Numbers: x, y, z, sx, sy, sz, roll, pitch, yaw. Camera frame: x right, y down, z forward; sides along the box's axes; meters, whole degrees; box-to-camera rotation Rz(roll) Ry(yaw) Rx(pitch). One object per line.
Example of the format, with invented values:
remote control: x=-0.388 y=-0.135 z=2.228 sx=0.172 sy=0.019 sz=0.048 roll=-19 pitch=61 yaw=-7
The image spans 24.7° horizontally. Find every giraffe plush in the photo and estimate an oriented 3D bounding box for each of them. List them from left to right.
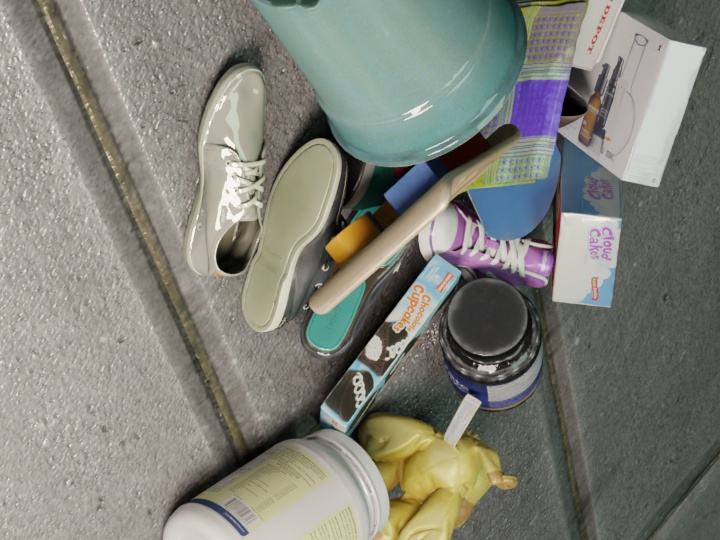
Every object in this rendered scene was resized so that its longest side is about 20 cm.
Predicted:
giraffe plush: x=0.086 y=0.231 z=1.838 sx=0.200 sy=0.173 sz=0.162 roll=-43 pitch=158 yaw=5

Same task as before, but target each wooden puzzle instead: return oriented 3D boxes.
wooden puzzle: x=0.043 y=-0.058 z=1.482 sx=0.185 sy=0.046 sz=0.200 roll=-41 pitch=-179 yaw=32

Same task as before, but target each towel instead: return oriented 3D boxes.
towel: x=0.151 y=-0.171 z=1.585 sx=0.143 sy=0.023 sz=0.201 roll=-8 pitch=120 yaw=-41

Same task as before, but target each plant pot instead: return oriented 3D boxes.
plant pot: x=0.009 y=-0.223 z=1.382 sx=0.201 sy=0.200 sz=0.196 roll=-55 pitch=137 yaw=-8

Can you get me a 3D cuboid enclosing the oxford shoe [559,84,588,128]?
oxford shoe: x=0.154 y=-0.196 z=1.653 sx=0.199 sy=0.073 sz=0.072 roll=19 pitch=74 yaw=-45

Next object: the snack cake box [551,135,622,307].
snack cake box: x=0.249 y=-0.065 z=1.813 sx=0.200 sy=0.067 sz=0.116 roll=-79 pitch=174 yaw=-55

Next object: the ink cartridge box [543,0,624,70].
ink cartridge box: x=0.180 y=-0.291 z=1.634 sx=0.199 sy=0.083 sz=0.148 roll=3 pitch=112 yaw=-53

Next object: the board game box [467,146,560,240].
board game box: x=0.135 y=-0.130 z=1.716 sx=0.158 sy=0.039 sz=0.201 roll=-48 pitch=122 yaw=-37

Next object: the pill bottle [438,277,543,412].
pill bottle: x=0.142 y=0.078 z=1.785 sx=0.112 sy=0.112 sz=0.200 roll=-53 pitch=163 yaw=-11

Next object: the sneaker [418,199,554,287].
sneaker: x=0.143 y=-0.029 z=1.742 sx=0.200 sy=0.114 sz=0.073 roll=23 pitch=76 yaw=-59

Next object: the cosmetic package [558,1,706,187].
cosmetic package: x=0.270 y=-0.195 z=1.722 sx=0.051 sy=0.200 sz=0.152 roll=9 pitch=109 yaw=-25

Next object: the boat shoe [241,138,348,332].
boat shoe: x=-0.047 y=-0.032 z=1.531 sx=0.066 sy=0.074 sz=0.200 roll=-3 pitch=120 yaw=-44

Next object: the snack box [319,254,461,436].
snack box: x=0.030 y=0.083 z=1.712 sx=0.200 sy=0.037 sz=0.116 roll=-53 pitch=173 yaw=-12

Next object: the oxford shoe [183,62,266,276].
oxford shoe: x=-0.107 y=-0.082 z=1.437 sx=0.075 sy=0.058 sz=0.201 roll=-11 pitch=121 yaw=-46

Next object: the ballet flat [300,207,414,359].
ballet flat: x=0.000 y=0.000 z=1.638 sx=0.201 sy=0.073 sz=0.073 roll=-61 pitch=147 yaw=-11

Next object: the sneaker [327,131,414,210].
sneaker: x=0.047 y=-0.144 z=1.565 sx=0.120 sy=0.084 sz=0.201 roll=5 pitch=118 yaw=-48

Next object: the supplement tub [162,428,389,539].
supplement tub: x=-0.081 y=0.258 z=1.640 sx=0.200 sy=0.145 sz=0.146 roll=-30 pitch=136 yaw=-38
